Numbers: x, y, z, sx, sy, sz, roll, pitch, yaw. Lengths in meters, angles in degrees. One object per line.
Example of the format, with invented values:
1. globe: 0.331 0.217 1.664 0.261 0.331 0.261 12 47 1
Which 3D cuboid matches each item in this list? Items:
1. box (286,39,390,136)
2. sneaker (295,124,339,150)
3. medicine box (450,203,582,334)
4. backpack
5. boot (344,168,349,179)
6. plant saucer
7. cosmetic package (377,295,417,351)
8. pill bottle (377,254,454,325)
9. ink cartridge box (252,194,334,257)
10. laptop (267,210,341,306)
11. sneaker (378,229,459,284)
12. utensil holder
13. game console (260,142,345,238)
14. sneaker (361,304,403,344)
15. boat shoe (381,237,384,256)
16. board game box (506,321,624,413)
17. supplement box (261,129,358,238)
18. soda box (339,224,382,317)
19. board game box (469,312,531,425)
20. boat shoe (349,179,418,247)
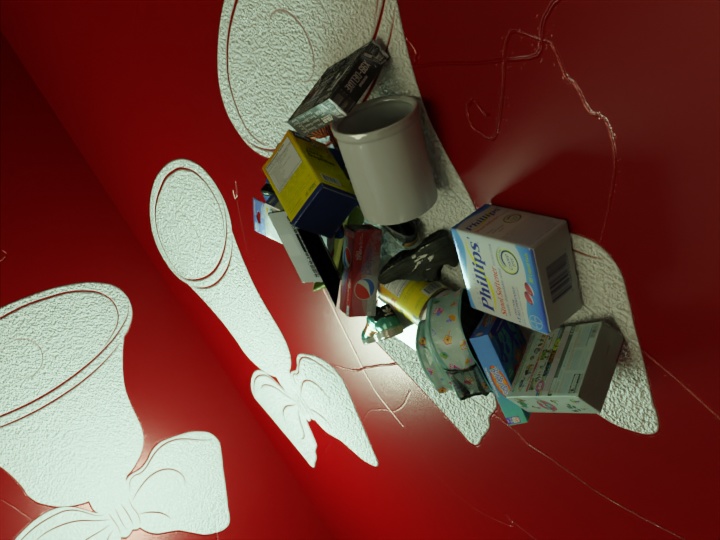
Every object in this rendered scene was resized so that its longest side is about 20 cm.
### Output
1. box: -0.047 -0.352 1.575 0.050 0.158 0.200 41 158 -20
2. sneaker: -0.073 -0.303 1.768 0.112 0.077 0.200 57 153 2
3. medicine box: 0.283 -0.006 1.465 0.200 0.103 0.183 19 135 50
4. backpack: 0.196 0.145 1.650 0.153 0.176 0.200 -10 126 21
5. boot: -0.072 -0.195 1.890 0.200 0.107 0.075 -32 102 36
6. plant saucer: -0.047 -0.053 1.921 0.048 0.201 0.200 15 166 -16
7. cosmetic package: 0.134 0.125 1.892 0.200 0.071 0.102 35 146 38
8. pill bottle: 0.114 0.046 1.798 0.200 0.109 0.110 37 148 34
9. ink cartridge box: -0.152 -0.099 1.835 0.199 0.042 0.120 23 145 13
10. laptop: -0.128 -0.027 1.740 0.199 0.116 0.188 -3 120 43
11. sneaker: 0.122 -0.006 1.706 0.200 0.076 0.091 -28 106 36
12. utensil holder: 0.052 -0.212 1.559 0.170 0.170 0.201 22 139 48
13. game console: -0.114 -0.183 1.838 0.199 0.118 0.171 13 142 31
14. sneaker: 0.045 0.124 1.897 0.200 0.071 0.080 148 106 -68
15. boat shoe: 0.033 -0.021 1.923 0.071 0.070 0.201 34 150 5
16. board game box: 0.370 0.180 1.467 0.064 0.148 0.200 33 159 -19
17. supplement box: -0.104 -0.181 1.673 0.109 0.109 0.200 -50 48 24
18. soda box: 0.000 0.000 1.791 0.063 0.070 0.201 -144 55 -63
19. board game box: 0.293 0.180 1.599 0.045 0.152 0.201 -17 107 31
20. boat shoe: 0.052 -0.134 1.740 0.200 0.075 0.062 47 166 5
